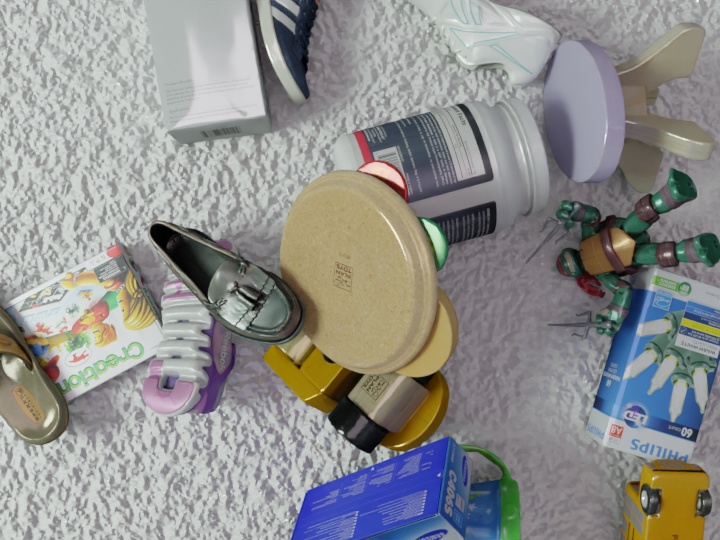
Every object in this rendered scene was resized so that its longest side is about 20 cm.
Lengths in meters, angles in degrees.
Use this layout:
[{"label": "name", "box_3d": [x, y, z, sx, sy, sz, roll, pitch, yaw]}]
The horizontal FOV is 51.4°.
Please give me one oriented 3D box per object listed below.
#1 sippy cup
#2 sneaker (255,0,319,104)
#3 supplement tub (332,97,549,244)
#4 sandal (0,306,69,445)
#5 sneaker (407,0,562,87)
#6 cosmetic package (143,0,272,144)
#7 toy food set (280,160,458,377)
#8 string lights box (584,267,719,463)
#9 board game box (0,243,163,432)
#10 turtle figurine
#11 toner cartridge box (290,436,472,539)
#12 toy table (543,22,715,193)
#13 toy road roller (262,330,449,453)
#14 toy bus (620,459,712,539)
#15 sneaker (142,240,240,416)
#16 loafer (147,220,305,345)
[{"label": "sippy cup", "box_3d": [0.100, 0.287, 0.793, 0.129, 0.178, 0.140, 3, 126, 8]}, {"label": "sneaker", "box_3d": [-0.068, -0.286, 0.813, 0.084, 0.075, 0.201, -14, 90, 2]}, {"label": "supplement tub", "box_3d": [0.081, -0.096, 0.785, 0.199, 0.140, 0.141, -15, 90, -2]}, {"label": "sandal", "box_3d": [-0.381, 0.099, 0.772, 0.080, 0.054, 0.200, -39, 91, -1]}, {"label": "sneaker", "box_3d": [0.116, -0.269, 0.825, 0.199, 0.070, 0.081, 27, 109, 4]}, {"label": "cosmetic package", "box_3d": [-0.166, -0.248, 0.808, 0.112, 0.081, 0.201, -8, 89, -3]}, {"label": "toy food set", "box_3d": [0.000, 0.000, 0.698, 0.049, 0.199, 0.199, -17, 104, -45]}, {"label": "string lights box", "box_3d": [0.333, 0.107, 0.832, 0.102, 0.059, 0.201, 16, 89, -3]}, {"label": "board game box", "box_3d": [-0.320, 0.073, 0.820, 0.199, 0.035, 0.127, -29, 91, -2]}, {"label": "turtle figurine", "box_3d": [0.263, -0.021, 0.788, 0.150, 0.200, 0.101, 56, 44, -6]}, {"label": "toner cartridge box", "box_3d": [0.017, 0.244, 0.753, 0.199, 0.095, 0.043, -29, 115, 31]}, {"label": "toy table", "box_3d": [0.273, -0.163, 0.777, 0.116, 0.184, 0.201, 1, 47, -6]}, {"label": "toy road roller", "box_3d": [0.008, 0.109, 0.806, 0.123, 0.146, 0.200, -51, 54, -2]}, {"label": "toy bus", "box_3d": [0.321, 0.299, 0.803, 0.065, 0.078, 0.201, 2, 100, 0]}, {"label": "sneaker", "box_3d": [-0.168, 0.067, 0.810, 0.080, 0.088, 0.201, 0, 66, 25]}, {"label": "loafer", "box_3d": [-0.141, 0.009, 0.737, 0.200, 0.063, 0.072, 30, 84, 33]}]
